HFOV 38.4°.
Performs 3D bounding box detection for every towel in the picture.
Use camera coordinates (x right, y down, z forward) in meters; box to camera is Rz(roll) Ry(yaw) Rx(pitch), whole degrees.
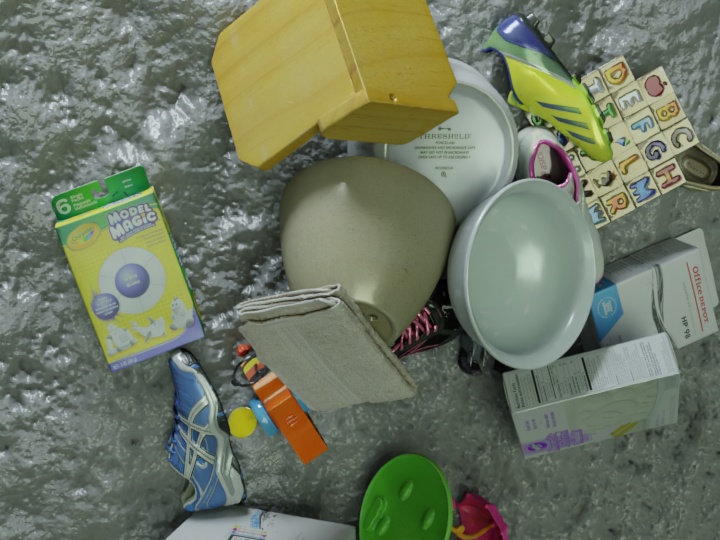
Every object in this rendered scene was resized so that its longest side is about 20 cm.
[{"bbox_3d":[-0.034,0.088,1.078,0.130,0.035,0.201,-11,140,27],"label":"towel"}]

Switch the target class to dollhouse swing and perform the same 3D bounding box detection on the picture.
[{"bbox_3d":[-0.031,-0.211,1.106,0.179,0.175,0.203,-1,63,-40],"label":"dollhouse swing"}]

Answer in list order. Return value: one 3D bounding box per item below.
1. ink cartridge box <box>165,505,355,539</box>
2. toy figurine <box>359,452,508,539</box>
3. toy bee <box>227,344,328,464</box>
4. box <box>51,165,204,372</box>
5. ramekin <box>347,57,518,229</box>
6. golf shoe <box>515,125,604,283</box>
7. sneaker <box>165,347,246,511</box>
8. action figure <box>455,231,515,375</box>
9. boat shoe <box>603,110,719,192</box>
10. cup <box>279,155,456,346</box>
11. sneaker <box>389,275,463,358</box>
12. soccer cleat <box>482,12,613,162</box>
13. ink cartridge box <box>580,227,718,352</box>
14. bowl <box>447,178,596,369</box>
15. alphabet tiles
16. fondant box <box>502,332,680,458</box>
[{"bbox_3d":[-0.119,0.371,1.170,0.196,0.144,0.151,4,103,20],"label":"ink cartridge box"},{"bbox_3d":[0.099,0.338,1.260,0.182,0.150,0.202,23,103,-39],"label":"toy figurine"},{"bbox_3d":[-0.097,0.128,1.195,0.129,0.109,0.203,-16,131,-18],"label":"toy bee"},{"bbox_3d":[-0.257,-0.003,1.143,0.115,0.048,0.204,-21,105,-9],"label":"box"},{"bbox_3d":[0.088,-0.137,1.172,0.198,0.094,0.207,-3,104,-13],"label":"ramekin"},{"bbox_3d":[0.231,-0.069,1.195,0.074,0.092,0.203,-25,97,3],"label":"golf shoe"},{"bbox_3d":[-0.190,0.188,1.187,0.076,0.076,0.204,-17,105,-14],"label":"sneaker"},{"bbox_3d":[0.164,0.023,1.242,0.127,0.069,0.205,0,100,-8],"label":"action figure"},{"bbox_3d":[0.365,-0.147,1.252,0.197,0.065,0.073,23,96,-17],"label":"boat shoe"},{"bbox_3d":[0.000,0.000,1.104,0.197,0.201,0.145,21,53,-17],"label":"cup"},{"bbox_3d":[0.046,0.072,1.185,0.197,0.095,0.080,-25,97,11],"label":"sneaker"},{"bbox_3d":[0.217,-0.201,1.191,0.083,0.065,0.202,-36,90,14],"label":"soccer cleat"},{"bbox_3d":[0.370,0.038,1.294,0.197,0.067,0.118,-22,107,-8],"label":"ink cartridge box"},{"bbox_3d":[0.162,0.002,1.139,0.198,0.090,0.206,-2,94,-36],"label":"bowl"},{"bbox_3d":[0.290,-0.147,1.224,0.197,0.006,0.169,-28,95,12],"label":"alphabet tiles"},{"bbox_3d":[0.277,0.153,1.237,0.196,0.059,0.145,-14,147,8],"label":"fondant box"}]
